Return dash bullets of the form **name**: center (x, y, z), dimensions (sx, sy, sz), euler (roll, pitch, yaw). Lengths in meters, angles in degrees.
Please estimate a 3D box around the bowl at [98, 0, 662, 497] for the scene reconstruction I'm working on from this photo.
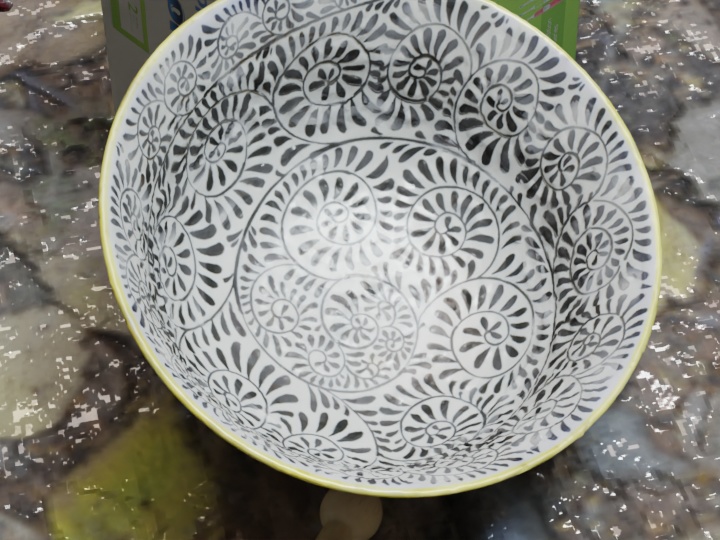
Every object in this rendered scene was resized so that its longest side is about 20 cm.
- **bowl**: center (0.000, 0.000, 0.765), dimensions (0.199, 0.094, 0.202), euler (5, 65, -11)

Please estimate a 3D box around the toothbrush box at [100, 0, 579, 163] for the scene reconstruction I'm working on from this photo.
- **toothbrush box**: center (-0.003, -0.117, 0.866), dimensions (0.200, 0.146, 0.086), euler (-35, 53, -29)

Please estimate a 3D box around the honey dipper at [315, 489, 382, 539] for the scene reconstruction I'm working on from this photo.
- **honey dipper**: center (-0.040, 0.138, 0.685), dimensions (0.038, 0.038, 0.200), euler (17, 46, 18)

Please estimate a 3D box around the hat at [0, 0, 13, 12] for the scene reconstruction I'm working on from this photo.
- **hat**: center (-0.230, 0.011, 0.713), dimensions (0.165, 0.177, 0.200), euler (20, 48, 20)
